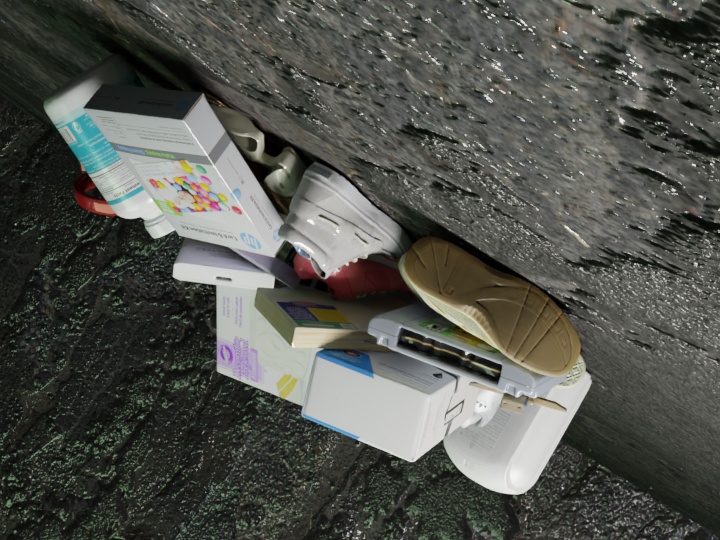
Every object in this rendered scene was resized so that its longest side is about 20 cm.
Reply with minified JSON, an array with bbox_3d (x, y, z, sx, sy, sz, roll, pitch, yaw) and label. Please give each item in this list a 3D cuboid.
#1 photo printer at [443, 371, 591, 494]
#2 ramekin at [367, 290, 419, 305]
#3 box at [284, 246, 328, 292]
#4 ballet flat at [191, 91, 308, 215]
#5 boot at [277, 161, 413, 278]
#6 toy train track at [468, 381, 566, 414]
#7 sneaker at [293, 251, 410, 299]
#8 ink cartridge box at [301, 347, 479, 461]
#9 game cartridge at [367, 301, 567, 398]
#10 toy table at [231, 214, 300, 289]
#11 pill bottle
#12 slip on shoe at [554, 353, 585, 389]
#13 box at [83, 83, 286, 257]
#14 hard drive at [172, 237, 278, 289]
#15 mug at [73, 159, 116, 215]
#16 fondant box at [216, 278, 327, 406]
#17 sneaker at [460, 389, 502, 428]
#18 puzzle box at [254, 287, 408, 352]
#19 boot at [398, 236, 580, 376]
[{"bbox_3d":[0.205,0.198,1.409,0.069,0.201,0.166,34,173,-30],"label":"photo printer"},{"bbox_3d":[0.046,0.090,1.430,0.094,0.203,0.202,41,180,30],"label":"ramekin"},{"bbox_3d":[-0.071,0.048,1.539,0.122,0.201,0.106,32,143,-11],"label":"box"},{"bbox_3d":[-0.110,-0.124,1.096,0.199,0.068,0.072,38,155,-15],"label":"ballet flat"},{"bbox_3d":[-0.019,-0.034,1.135,0.073,0.096,0.200,27,174,39],"label":"boot"},{"bbox_3d":[0.175,0.129,1.144,0.113,0.033,0.200,15,-178,11],"label":"toy train track"},{"bbox_3d":[0.000,0.000,1.259,0.199,0.087,0.074,24,-167,-34],"label":"sneaker"},{"bbox_3d":[0.044,0.135,1.211,0.145,0.085,0.200,18,-166,21],"label":"ink cartridge box"},{"bbox_3d":[0.122,0.081,1.132,0.198,0.041,0.133,19,-168,27],"label":"game cartridge"},{"bbox_3d":[-0.125,-0.073,1.292,0.199,0.118,0.184,30,175,24],"label":"toy table"},{"bbox_3d":[-0.267,-0.139,1.203,0.201,0.110,0.111,59,165,-20],"label":"pill bottle"},{"bbox_3d":[0.177,0.084,1.253,0.198,0.075,0.061,26,177,12],"label":"slip on shoe"},{"bbox_3d":[-0.179,-0.104,1.088,0.155,0.041,0.201,13,149,37],"label":"box"},{"bbox_3d":[-0.177,-0.027,1.422,0.130,0.027,0.200,8,-160,-4],"label":"hard drive"},{"bbox_3d":[-0.296,-0.132,1.484,0.199,0.179,0.133,25,169,24],"label":"mug"},{"bbox_3d":[-0.103,0.090,1.382,0.199,0.146,0.058,17,-156,34],"label":"fondant box"},{"bbox_3d":[0.156,0.132,1.373,0.075,0.115,0.200,32,-167,-7],"label":"sneaker"},{"bbox_3d":[-0.014,0.059,1.224,0.198,0.026,0.133,5,-163,-27],"label":"puzzle box"},{"bbox_3d":[0.128,0.036,1.079,0.199,0.072,0.155,33,177,-1],"label":"boot"}]
